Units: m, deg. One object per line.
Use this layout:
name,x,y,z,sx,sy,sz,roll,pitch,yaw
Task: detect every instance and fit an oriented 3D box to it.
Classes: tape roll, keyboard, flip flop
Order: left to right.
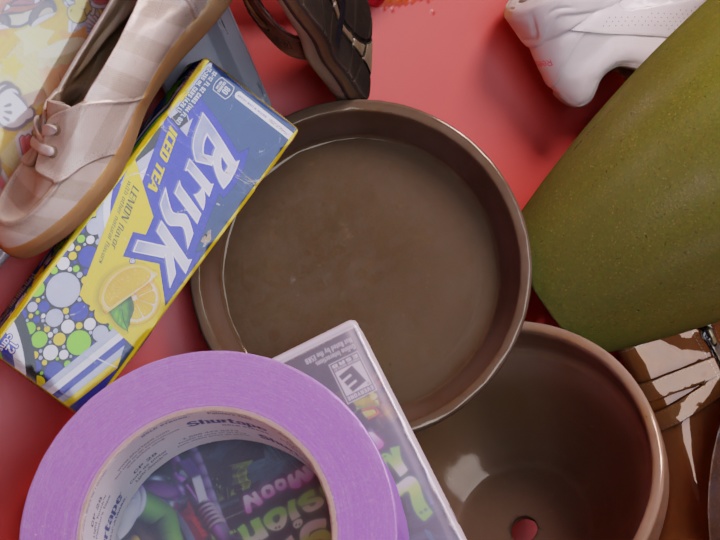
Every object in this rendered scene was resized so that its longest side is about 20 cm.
keyboard,-0.109,-0.161,1.049,0.056,0.011,0.200,-30,122,-10
tape roll,-0.076,0.147,0.980,0.200,0.066,0.200,-3,71,8
flip flop,-0.037,-0.159,1.046,0.057,0.200,0.081,4,68,16

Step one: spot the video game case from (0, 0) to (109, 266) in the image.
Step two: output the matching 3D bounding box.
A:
video game case,-0.217,-0.128,1.038,0.182,0.023,0.200,41,75,-15

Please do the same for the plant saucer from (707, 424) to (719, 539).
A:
plant saucer,0.288,0.146,1.172,0.200,0.032,0.200,1,89,-45

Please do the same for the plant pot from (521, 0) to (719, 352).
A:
plant pot,0.194,-0.042,1.117,0.200,0.187,0.187,-34,102,12

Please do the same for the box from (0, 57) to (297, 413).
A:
box,-0.124,-0.020,1.035,0.070,0.064,0.200,37,84,-13

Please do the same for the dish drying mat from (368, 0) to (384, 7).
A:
dish drying mat,-0.035,-0.210,1.056,0.200,0.018,0.077,18,116,-45

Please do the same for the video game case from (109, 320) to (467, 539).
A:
video game case,-0.053,0.148,1.022,0.200,0.023,0.182,-26,70,-2

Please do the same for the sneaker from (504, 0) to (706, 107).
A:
sneaker,0.189,-0.167,1.183,0.200,0.078,0.099,-27,107,-14

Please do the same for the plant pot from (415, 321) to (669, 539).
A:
plant pot,0.087,0.138,1.091,0.201,0.201,0.093,-52,147,-15

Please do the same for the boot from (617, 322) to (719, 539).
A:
boot,0.205,0.112,1.163,0.200,0.077,0.155,-38,108,-24

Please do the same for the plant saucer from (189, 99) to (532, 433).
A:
plant saucer,0.000,0.000,1.086,0.200,0.029,0.200,0,83,-1

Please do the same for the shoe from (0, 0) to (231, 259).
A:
shoe,-0.145,-0.098,1.009,0.053,0.070,0.200,41,77,-35
